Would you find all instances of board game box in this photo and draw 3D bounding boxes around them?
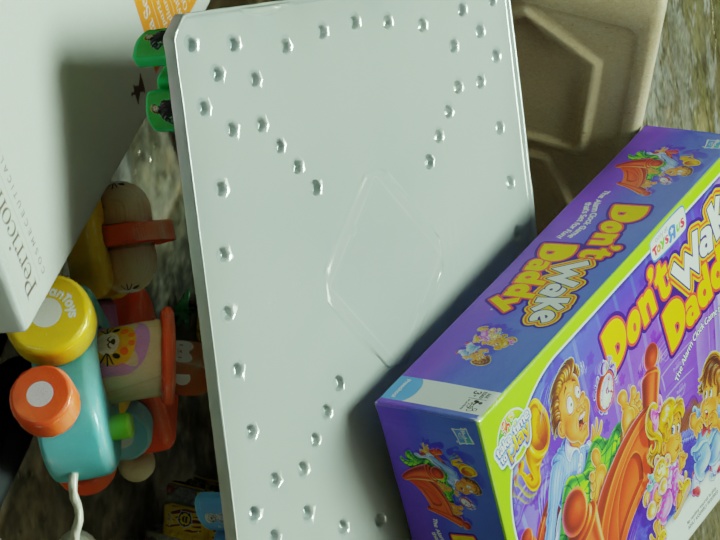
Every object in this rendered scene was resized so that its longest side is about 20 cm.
[{"bbox_3d":[0.090,0.053,0.991,0.200,0.045,0.135,-44,131,-41],"label":"board game box"},{"bbox_3d":[0.000,0.000,0.940,0.200,0.026,0.200,-15,101,-52],"label":"board game box"}]

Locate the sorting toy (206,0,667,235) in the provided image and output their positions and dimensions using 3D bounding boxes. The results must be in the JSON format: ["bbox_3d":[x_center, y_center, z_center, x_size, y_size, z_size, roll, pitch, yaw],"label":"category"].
[{"bbox_3d":[0.025,-0.072,1.073,0.037,0.185,0.200,-66,168,-46],"label":"sorting toy"}]

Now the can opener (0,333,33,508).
[{"bbox_3d":[-0.141,0.068,0.869,0.200,0.078,0.063,-78,156,-55],"label":"can opener"}]

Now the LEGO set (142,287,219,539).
[{"bbox_3d":[-0.006,0.083,1.079,0.116,0.200,0.154,-28,135,-62],"label":"LEGO set"}]

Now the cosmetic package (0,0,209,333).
[{"bbox_3d":[-0.125,-0.079,0.904,0.200,0.071,0.102,-67,149,-46],"label":"cosmetic package"}]

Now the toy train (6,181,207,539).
[{"bbox_3d":[-0.082,0.039,0.953,0.200,0.056,0.150,-92,171,-66],"label":"toy train"}]
